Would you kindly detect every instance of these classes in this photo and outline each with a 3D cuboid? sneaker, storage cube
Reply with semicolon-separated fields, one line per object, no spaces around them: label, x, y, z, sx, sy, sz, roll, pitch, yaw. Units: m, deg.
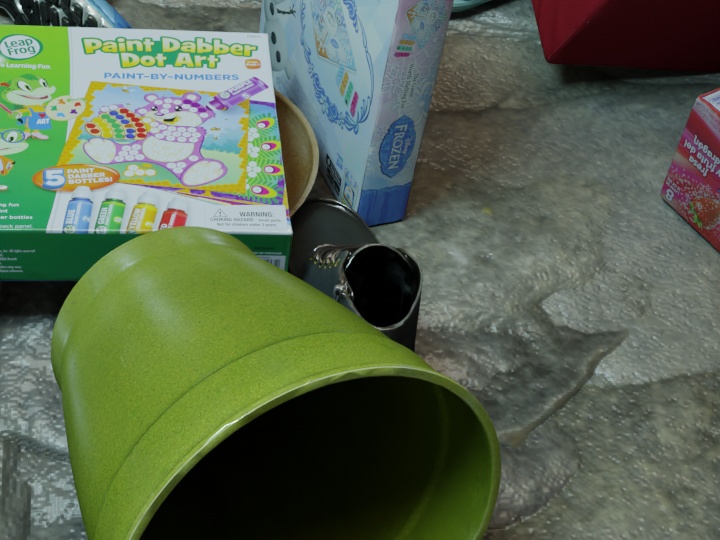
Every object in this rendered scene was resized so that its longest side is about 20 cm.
sneaker;-0.214;-0.211;1.022;0.090;0.079;0.200;-25;55;-34
sneaker;0.000;0.000;0.829;0.074;0.107;0.200;-4;44;-14
storage cube;0.234;-0.266;1.037;0.199;0.180;0.172;-2;66;-28

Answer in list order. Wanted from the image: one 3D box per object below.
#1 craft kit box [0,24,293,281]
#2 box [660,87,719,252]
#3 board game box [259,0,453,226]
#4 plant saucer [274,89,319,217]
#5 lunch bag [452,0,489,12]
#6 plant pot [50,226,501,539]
craft kit box;-0.148;-0.076;0.858;0.199;0.049;0.198;0;42;-10
box;0.311;-0.037;0.932;0.099;0.096;0.200;-22;53;-27
board game box;-0.010;-0.169;0.930;0.043;0.199;0.200;-12;50;-21
plant saucer;-0.127;-0.062;0.911;0.199;0.036;0.201;1;45;-1
lunch bag;0.058;-0.301;1.159;0.160;0.077;0.200;-28;57;-30
plant pot;-0.064;0.078;0.702;0.200;0.201;0.193;-16;38;-24
